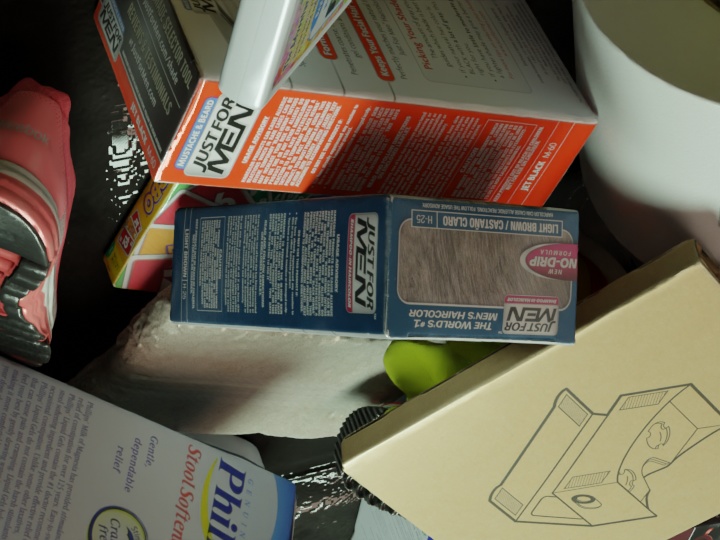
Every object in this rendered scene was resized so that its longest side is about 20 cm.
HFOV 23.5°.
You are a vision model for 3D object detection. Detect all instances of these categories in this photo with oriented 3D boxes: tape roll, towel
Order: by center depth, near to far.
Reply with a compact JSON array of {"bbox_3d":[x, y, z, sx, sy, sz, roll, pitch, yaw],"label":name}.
[{"bbox_3d":[0.199,-0.101,0.797,0.202,0.203,0.139,-20,144,-5],"label":"tape roll"},{"bbox_3d":[-0.053,0.051,0.957,0.199,0.035,0.132,7,147,-36],"label":"towel"}]

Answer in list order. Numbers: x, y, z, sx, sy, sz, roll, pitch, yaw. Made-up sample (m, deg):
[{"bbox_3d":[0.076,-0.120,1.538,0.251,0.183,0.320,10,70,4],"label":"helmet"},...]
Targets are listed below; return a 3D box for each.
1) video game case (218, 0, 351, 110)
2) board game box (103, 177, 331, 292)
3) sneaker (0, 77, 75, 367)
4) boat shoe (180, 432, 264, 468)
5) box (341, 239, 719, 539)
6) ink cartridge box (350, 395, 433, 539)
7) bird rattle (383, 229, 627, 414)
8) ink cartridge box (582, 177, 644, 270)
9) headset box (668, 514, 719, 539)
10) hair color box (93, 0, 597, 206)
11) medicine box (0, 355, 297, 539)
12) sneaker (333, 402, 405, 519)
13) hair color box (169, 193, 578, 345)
[{"bbox_3d":[0.014,-0.182,0.643,0.024,0.182,0.200,27,135,6],"label":"video game case"},{"bbox_3d":[-0.027,-0.019,0.918,0.199,0.030,0.096,6,133,-37],"label":"board game box"},{"bbox_3d":[-0.161,-0.019,0.807,0.074,0.087,0.200,22,153,-9],"label":"sneaker"},{"bbox_3d":[-0.126,0.121,0.998,0.200,0.065,0.074,15,129,-40],"label":"boat shoe"},{"bbox_3d":[0.117,0.082,0.831,0.200,0.021,0.163,-32,128,22],"label":"box"},{"bbox_3d":[0.048,0.209,1.093,0.047,0.198,0.200,-11,142,-16],"label":"ink cartridge box"},{"bbox_3d":[0.113,0.036,0.906,0.199,0.164,0.113,8,143,-23],"label":"bird rattle"},{"bbox_3d":[0.244,-0.044,0.935,0.199,0.146,0.084,-10,140,-18],"label":"ink cartridge box"},{"bbox_3d":[0.167,0.121,1.092,0.199,0.149,0.075,-7,142,-23],"label":"headset box"},{"bbox_3d":[-0.006,-0.090,0.772,0.199,0.111,0.064,4,134,-32],"label":"hair color box"},{"bbox_3d":[-0.166,0.150,0.898,0.200,0.103,0.182,26,141,-24],"label":"medicine box"},{"bbox_3d":[0.085,0.132,0.972,0.071,0.199,0.093,-65,162,16],"label":"sneaker"},{"bbox_3d":[0.000,0.000,0.788,0.100,0.061,0.200,3,179,-32],"label":"hair color box"}]
